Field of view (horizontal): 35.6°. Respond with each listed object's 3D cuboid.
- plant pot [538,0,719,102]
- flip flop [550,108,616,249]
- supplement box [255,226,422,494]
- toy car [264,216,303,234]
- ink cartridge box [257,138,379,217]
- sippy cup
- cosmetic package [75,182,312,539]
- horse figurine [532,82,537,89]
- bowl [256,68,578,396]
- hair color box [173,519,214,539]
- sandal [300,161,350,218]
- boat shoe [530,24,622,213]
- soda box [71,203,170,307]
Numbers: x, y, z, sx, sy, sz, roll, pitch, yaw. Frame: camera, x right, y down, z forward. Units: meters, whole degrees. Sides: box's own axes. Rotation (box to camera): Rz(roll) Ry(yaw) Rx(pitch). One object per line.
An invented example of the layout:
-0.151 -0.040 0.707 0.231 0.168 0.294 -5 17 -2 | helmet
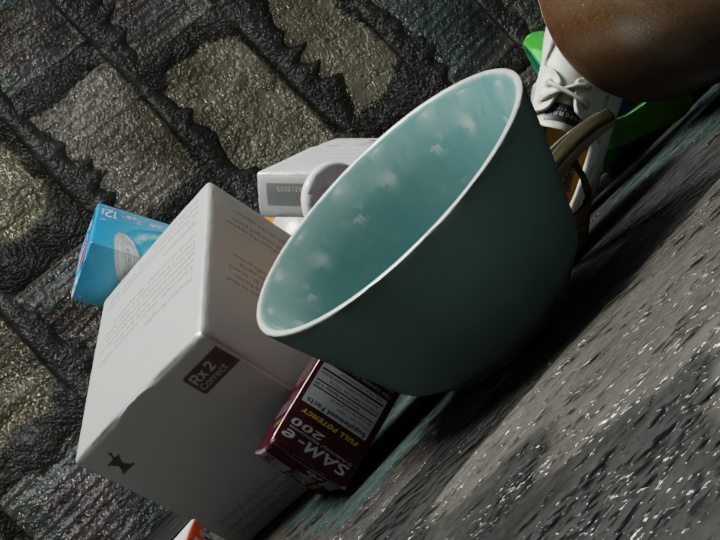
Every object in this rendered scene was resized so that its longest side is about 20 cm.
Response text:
0.238 -0.210 0.733 0.187 0.187 0.200 -44 14 -6 | plant pot
0.118 -0.018 0.750 0.201 0.057 0.081 -60 3 -12 | flip flop
0.008 0.050 0.762 0.201 0.061 0.109 -58 2 -16 | supplement box
-0.022 -0.029 1.130 0.184 0.199 0.178 -15 -43 -57 | toy car
0.012 -0.092 1.085 0.160 0.051 0.200 2 14 21 | ink cartridge box
0.228 -0.176 0.964 0.130 0.179 0.140 -33 -27 9 | sippy cup
-0.109 0.075 0.911 0.165 0.164 0.201 -44 29 26 | cosmetic package
0.141 -0.076 1.010 0.133 0.049 0.201 -106 32 -53 | horse figurine
0.045 -0.007 0.643 0.200 0.105 0.201 -39 20 17 | bowl
-0.097 0.183 0.496 0.111 0.064 0.200 -45 1 -6 | hair color box
0.005 -0.006 0.870 0.059 0.207 0.079 15 56 48 | sandal
0.161 -0.126 0.859 0.070 0.070 0.202 -42 -35 -59 | boat shoe
-0.156 0.010 1.025 0.064 0.198 0.068 -98 30 -53 | soda box
